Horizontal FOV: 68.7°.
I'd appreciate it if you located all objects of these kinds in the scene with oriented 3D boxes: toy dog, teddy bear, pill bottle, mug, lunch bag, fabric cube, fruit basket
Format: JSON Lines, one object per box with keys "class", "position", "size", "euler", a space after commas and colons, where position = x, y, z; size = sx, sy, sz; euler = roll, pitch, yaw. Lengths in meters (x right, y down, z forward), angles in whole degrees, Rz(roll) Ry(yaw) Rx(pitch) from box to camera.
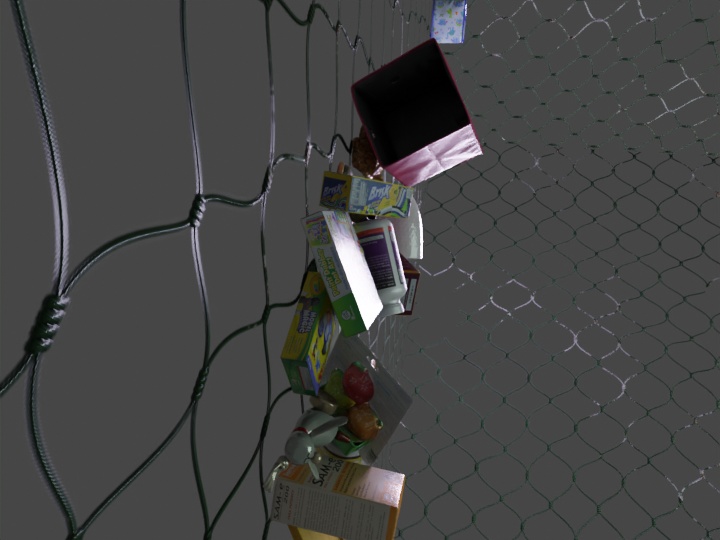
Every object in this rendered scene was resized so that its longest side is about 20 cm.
{"class": "toy dog", "position": [-0.063, 0.269, 0.832], "size": [0.133, 0.096, 0.200], "euler": [-63, 178, 22]}
{"class": "teddy bear", "position": [0.029, -0.264, 1.220], "size": [0.200, 0.066, 0.146], "euler": [33, 61, -79]}
{"class": "pill bottle", "position": [0.033, -0.001, 1.121], "size": [0.112, 0.112, 0.202], "euler": [18, 59, -79]}
{"class": "mug", "position": [0.085, -0.121, 1.461], "size": [0.199, 0.147, 0.177], "euler": [1, 90, -49]}
{"class": "lunch bag", "position": [0.445, -1.258, 2.657], "size": [0.128, 0.169, 0.201], "euler": [-66, 157, -59]}
{"class": "fabric cube", "position": [0.125, -0.319, 1.117], "size": [0.198, 0.199, 0.199], "euler": [69, 17, 10]}
{"class": "fruit basket", "position": [-0.001, 0.222, 0.936], "size": [0.093, 0.185, 0.201], "euler": [-9, 135, -46]}
{"class": "pill bottle", "position": [-0.036, 0.369, 1.069], "size": [0.112, 0.111, 0.201], "euler": [-72, 174, -48]}

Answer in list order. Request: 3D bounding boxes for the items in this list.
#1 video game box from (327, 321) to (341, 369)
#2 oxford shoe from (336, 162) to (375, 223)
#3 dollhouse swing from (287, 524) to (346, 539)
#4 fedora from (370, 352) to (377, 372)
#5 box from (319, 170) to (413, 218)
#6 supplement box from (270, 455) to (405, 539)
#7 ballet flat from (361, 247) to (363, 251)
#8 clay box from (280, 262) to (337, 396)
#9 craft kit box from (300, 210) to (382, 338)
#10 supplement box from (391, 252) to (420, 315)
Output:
{"class": "video game box", "position": [-0.045, 0.155, 1.113], "size": [0.182, 0.046, 0.202], "euler": [-57, 151, -73]}
{"class": "oxford shoe", "position": [-0.008, -0.154, 1.059], "size": [0.200, 0.072, 0.072], "euler": [65, 33, -70]}
{"class": "dollhouse swing", "position": [-0.118, 0.536, 0.960], "size": [0.182, 0.176, 0.200], "euler": [-42, 169, 3]}
{"class": "fedora", "position": [-0.003, 0.303, 1.329], "size": [0.201, 0.081, 0.203], "euler": [2, 90, -84]}
{"class": "box", "position": [0.016, -0.138, 0.979], "size": [0.199, 0.070, 0.065], "euler": [-1, 104, -53]}
{"class": "supplement box", "position": [-0.033, 0.372, 0.871], "size": [0.126, 0.198, 0.074], "euler": [-12, 112, -80]}
{"class": "ballet flat", "position": [-0.028, -0.017, 1.045], "size": [0.067, 0.066, 0.202], "euler": [70, 28, -66]}
{"class": "clay box", "position": [-0.077, 0.094, 0.890], "size": [0.115, 0.047, 0.201], "euler": [83, 17, -49]}
{"class": "craft kit box", "position": [-0.026, -0.004, 0.909], "size": [0.197, 0.048, 0.201], "euler": [-34, 103, -76]}
{"class": "supplement box", "position": [0.066, 0.019, 1.293], "size": [0.200, 0.085, 0.111], "euler": [-125, -138, -64]}
